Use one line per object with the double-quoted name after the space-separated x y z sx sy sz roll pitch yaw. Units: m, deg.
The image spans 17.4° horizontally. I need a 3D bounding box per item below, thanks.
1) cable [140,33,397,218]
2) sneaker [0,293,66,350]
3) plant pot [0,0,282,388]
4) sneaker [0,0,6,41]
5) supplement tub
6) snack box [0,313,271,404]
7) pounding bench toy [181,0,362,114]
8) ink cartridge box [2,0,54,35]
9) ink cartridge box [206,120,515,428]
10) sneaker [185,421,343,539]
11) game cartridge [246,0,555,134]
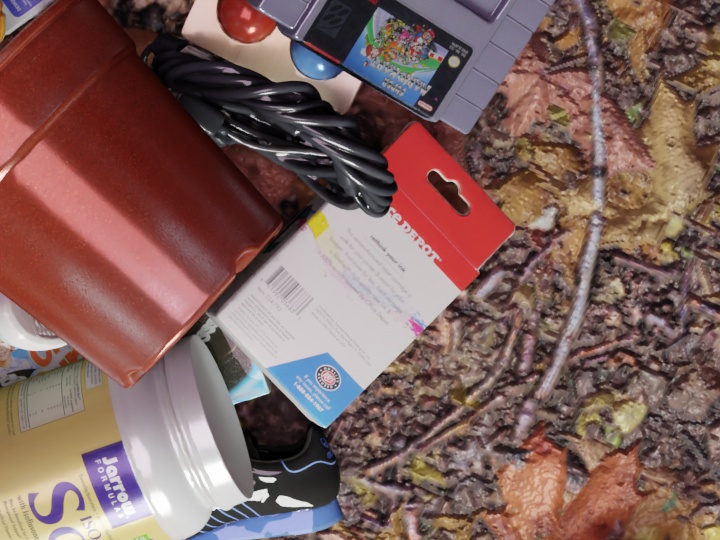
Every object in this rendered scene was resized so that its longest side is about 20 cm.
-0.047 -0.097 1.559 0.200 0.163 0.051 33 77 -27 "cable"
-0.255 0.027 1.616 0.118 0.200 0.074 -24 102 9 "sneaker"
-0.166 -0.044 1.479 0.195 0.201 0.201 43 100 -4 "plant pot"
-0.348 -0.175 1.629 0.200 0.077 0.078 2 117 25 "sneaker"
-0.189 0.135 1.646 0.200 0.145 0.146 -20 102 6 "supplement tub"
-0.177 0.062 1.723 0.200 0.037 0.116 -18 101 5 "snack box"
-0.021 -0.229 1.592 0.124 0.156 0.200 26 102 -5 "pounding bench toy"
-0.219 -0.248 1.652 0.200 0.039 0.100 -34 100 7 "ink cartridge box"
0.000 0.000 1.676 0.200 0.067 0.116 -45 100 -6 "ink cartridge box"
-0.114 0.163 1.733 0.199 0.070 0.078 -10 99 -3 "sneaker"
0.031 -0.180 1.522 0.200 0.038 0.130 27 95 -38 "game cartridge"
